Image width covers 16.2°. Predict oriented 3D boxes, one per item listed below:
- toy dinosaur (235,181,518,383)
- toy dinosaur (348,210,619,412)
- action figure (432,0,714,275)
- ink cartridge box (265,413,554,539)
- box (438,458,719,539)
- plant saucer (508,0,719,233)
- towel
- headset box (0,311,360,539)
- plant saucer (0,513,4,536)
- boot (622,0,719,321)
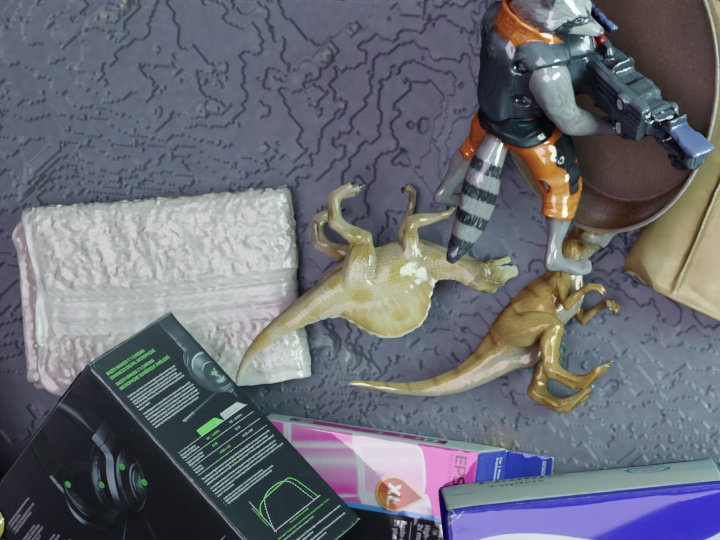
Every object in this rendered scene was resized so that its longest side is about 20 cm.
[{"bbox_3d":[0.000,0.000,1.638,0.199,0.058,0.102,-17,73,-1],"label":"toy dinosaur"},{"bbox_3d":[0.103,0.047,1.634,0.200,0.060,0.106,-43,78,0],"label":"toy dinosaur"},{"bbox_3d":[0.116,-0.088,1.534,0.200,0.104,0.195,42,136,43],"label":"action figure"},{"bbox_3d":[0.024,0.156,1.669,0.198,0.037,0.096,7,95,10],"label":"ink cartridge box"},{"bbox_3d":[0.148,0.231,1.592,0.182,0.105,0.202,-6,93,2],"label":"box"},{"bbox_3d":[0.160,-0.125,1.577,0.200,0.034,0.202,9,101,51],"label":"plant saucer"},{"bbox_3d":[-0.135,0.015,1.696,0.198,0.034,0.134,-5,93,13],"label":"towel"},{"bbox_3d":[-0.132,0.154,1.638,0.200,0.093,0.174,46,130,8],"label":"headset box"},{"bbox_3d":[-0.355,0.130,1.703,0.200,0.048,0.201,-32,85,39],"label":"plant saucer"},{"bbox_3d":[0.212,-0.085,1.597,0.174,0.066,0.201,26,102,16],"label":"boot"}]
